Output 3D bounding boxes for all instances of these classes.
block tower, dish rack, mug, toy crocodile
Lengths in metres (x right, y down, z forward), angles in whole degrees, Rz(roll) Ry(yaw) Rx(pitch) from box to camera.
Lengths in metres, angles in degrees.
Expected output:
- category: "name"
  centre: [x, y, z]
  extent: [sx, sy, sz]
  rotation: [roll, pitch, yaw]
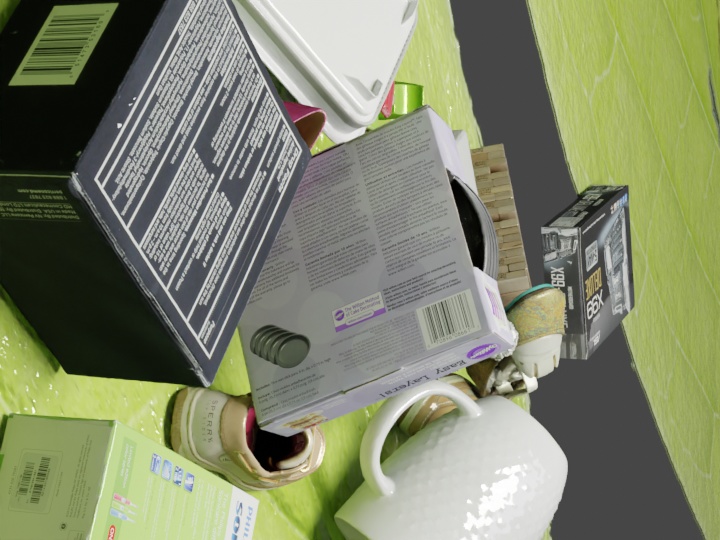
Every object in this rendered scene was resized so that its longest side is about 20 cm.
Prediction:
- category: "block tower"
  centre: [0.127, -0.034, 1.635]
  extent: [0.201, 0.057, 0.054]
  rotation: [-93, 170, -46]
- category: "dish rack"
  centre: [-0.028, -0.216, 1.328]
  extent: [0.200, 0.043, 0.172]
  rotation: [46, 48, -28]
- category: "mug"
  centre: [0.075, 0.181, 1.455]
  extent: [0.175, 0.147, 0.200]
  rotation: [-44, 119, -14]
- category: "toy crocodile"
  centre: [-0.009, -0.160, 1.421]
  extent: [0.200, 0.061, 0.068]
  rotation: [27, 67, -61]

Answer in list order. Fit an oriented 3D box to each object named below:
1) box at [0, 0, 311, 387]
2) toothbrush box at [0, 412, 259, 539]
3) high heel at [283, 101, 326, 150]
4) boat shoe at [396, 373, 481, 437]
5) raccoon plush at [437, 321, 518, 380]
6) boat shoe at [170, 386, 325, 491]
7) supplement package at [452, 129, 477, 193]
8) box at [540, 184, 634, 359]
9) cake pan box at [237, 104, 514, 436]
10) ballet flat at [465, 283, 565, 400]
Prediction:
- category: "box"
  centre: [-0.144, -0.066, 1.071]
  extent: [0.199, 0.122, 0.201]
  rotation: [62, 40, -44]
- category: "toothbrush box"
  centre: [-0.156, 0.191, 1.104]
  extent: [0.200, 0.085, 0.147]
  rotation: [40, 55, -57]
- category: "high heel"
  centre: [-0.092, -0.044, 1.204]
  extent: [0.067, 0.096, 0.201]
  rotation: [49, 45, -38]
- category: "boat shoe"
  centre: [0.103, 0.147, 1.628]
  extent: [0.072, 0.076, 0.200]
  rotation: [-51, 157, 14]
- category: "raccoon plush"
  centre: [0.093, 0.050, 1.499]
  extent: [0.133, 0.199, 0.098]
  rotation: [-20, 116, -41]
- category: "boat shoe"
  centre: [-0.068, 0.131, 1.302]
  extent: [0.200, 0.069, 0.074]
  rotation: [22, 72, -63]
- category: "supplement package"
  centre: [0.012, -0.023, 1.406]
  extent: [0.200, 0.116, 0.118]
  rotation: [-47, 130, -53]
- category: "box"
  centre: [0.271, -0.002, 2.026]
  extent: [0.200, 0.049, 0.159]
  rotation: [-34, 121, -60]
- category: "cake pan box"
  centre: [0.000, 0.000, 1.233]
  extent: [0.052, 0.199, 0.186]
  rotation: [32, 38, -61]
- category: "ballet flat"
  centre: [0.147, 0.074, 1.551]
  extent: [0.200, 0.070, 0.071]
  rotation: [121, -16, -65]
